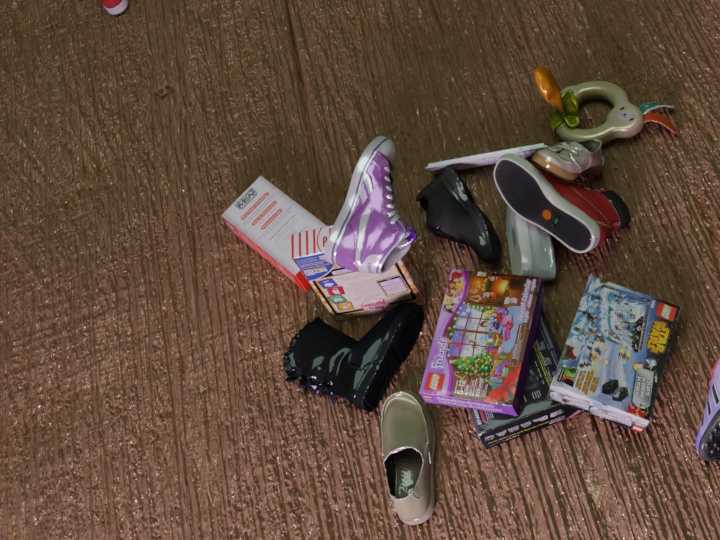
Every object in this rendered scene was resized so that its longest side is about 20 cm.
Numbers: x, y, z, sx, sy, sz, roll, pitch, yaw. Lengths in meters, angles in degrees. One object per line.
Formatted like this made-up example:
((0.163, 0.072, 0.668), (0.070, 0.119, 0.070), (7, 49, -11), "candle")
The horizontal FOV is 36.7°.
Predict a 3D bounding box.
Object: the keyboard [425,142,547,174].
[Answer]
((0.206, -0.179, 1.754), (0.199, 0.056, 0.011), (-9, 78, 15), "keyboard")

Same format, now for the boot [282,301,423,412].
((-0.014, 0.113, 1.656), (0.162, 0.073, 0.199), (20, 70, 33), "boot")

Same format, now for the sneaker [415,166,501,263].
((0.154, -0.073, 1.708), (0.091, 0.076, 0.200), (-34, 45, 6), "sneaker")

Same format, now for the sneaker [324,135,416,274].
((0.038, -0.087, 1.514), (0.114, 0.073, 0.202), (14, 76, 23), "sneaker")

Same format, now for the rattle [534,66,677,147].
((0.388, -0.272, 1.695), (0.199, 0.143, 0.130), (11, 46, 32), "rattle")

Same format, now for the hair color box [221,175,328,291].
((-0.128, -0.063, 1.806), (0.102, 0.061, 0.200), (-45, 57, -9), "hair color box")

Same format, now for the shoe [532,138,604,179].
((0.315, -0.173, 1.626), (0.070, 0.200, 0.054), (31, 109, 26), "shoe")

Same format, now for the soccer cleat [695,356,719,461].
((0.492, 0.162, 1.446), (0.073, 0.068, 0.201), (16, 70, 53), "soccer cleat")

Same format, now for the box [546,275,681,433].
((0.350, 0.112, 1.490), (0.136, 0.040, 0.201), (20, 55, 12), "box")

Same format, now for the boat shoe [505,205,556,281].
((0.266, -0.068, 1.662), (0.068, 0.072, 0.201), (7, 47, -8), "boat shoe")

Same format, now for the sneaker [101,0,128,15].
((-0.540, -0.639, 2.271), (0.071, 0.113, 0.201), (-24, 55, 5), "sneaker")

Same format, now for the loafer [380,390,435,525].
((0.067, 0.255, 1.538), (0.075, 0.068, 0.201), (-15, 57, 11), "loafer")

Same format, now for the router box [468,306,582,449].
((0.214, 0.137, 1.557), (0.149, 0.062, 0.201), (-21, 56, 7), "router box")

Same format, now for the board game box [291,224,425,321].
((0.000, 0.000, 1.635), (0.151, 0.200, 0.047), (-11, 57, 13), "board game box")

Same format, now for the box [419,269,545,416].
((0.174, 0.098, 1.532), (0.136, 0.039, 0.201), (5, 63, 24), "box")

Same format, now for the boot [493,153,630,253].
((0.306, -0.117, 1.638), (0.200, 0.073, 0.144), (42, 42, 20), "boot")
